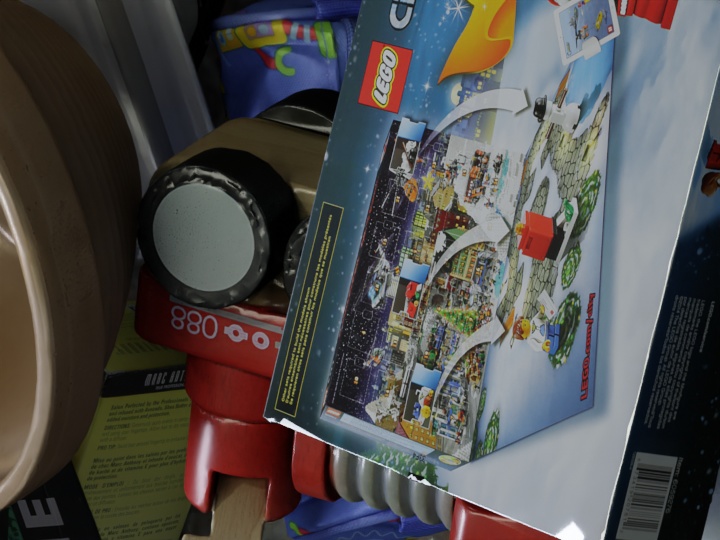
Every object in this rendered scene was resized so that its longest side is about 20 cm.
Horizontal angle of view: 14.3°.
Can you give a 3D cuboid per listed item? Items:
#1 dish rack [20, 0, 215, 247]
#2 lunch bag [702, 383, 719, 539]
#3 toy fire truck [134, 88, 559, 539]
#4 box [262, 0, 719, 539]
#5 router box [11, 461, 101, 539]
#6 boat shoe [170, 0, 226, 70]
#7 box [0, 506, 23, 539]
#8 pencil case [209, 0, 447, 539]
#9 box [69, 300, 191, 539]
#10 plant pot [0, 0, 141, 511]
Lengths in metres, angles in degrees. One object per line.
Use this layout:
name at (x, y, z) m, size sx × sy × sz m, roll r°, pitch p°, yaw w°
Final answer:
dish rack at (-0.139, -0.086, 1.003) m, size 0.172 × 0.044 × 0.200 m, roll 17°, pitch 143°, yaw 29°
lunch bag at (0.172, 0.006, 0.779) m, size 0.170 × 0.200 × 0.124 m, roll -36°, pitch 73°, yaw 36°
toy fire truck at (0.006, 0.065, 0.907) m, size 0.176 × 0.129 × 0.200 m, roll 15°, pitch 114°, yaw 18°
box at (0.051, -0.039, 0.746) m, size 0.137 × 0.038 × 0.200 m, roll 19°, pitch 97°, yaw 49°
router box at (-0.169, 0.095, 1.067) m, size 0.149 × 0.051 × 0.200 m, roll -42°, pitch 61°, yaw 36°
boat shoe at (-0.095, -0.084, 1.070) m, size 0.074 × 0.066 × 0.199 m, roll 37°, pitch 148°, yaw 1°
box at (-0.196, 0.068, 1.034) m, size 0.144 × 0.036 × 0.200 m, roll -41°, pitch 63°, yaw 34°
pencil case at (0.000, 0.000, 0.994) m, size 0.087 × 0.078 × 0.200 m, roll 166°, pitch 94°, yaw -67°
box at (-0.114, 0.110, 1.103) m, size 0.050 × 0.075 × 0.200 m, roll 35°, pitch 116°, yaw 34°
plant pot at (-0.137, -0.027, 0.924) m, size 0.201 × 0.093 × 0.201 m, roll 25°, pitch 129°, yaw 34°
